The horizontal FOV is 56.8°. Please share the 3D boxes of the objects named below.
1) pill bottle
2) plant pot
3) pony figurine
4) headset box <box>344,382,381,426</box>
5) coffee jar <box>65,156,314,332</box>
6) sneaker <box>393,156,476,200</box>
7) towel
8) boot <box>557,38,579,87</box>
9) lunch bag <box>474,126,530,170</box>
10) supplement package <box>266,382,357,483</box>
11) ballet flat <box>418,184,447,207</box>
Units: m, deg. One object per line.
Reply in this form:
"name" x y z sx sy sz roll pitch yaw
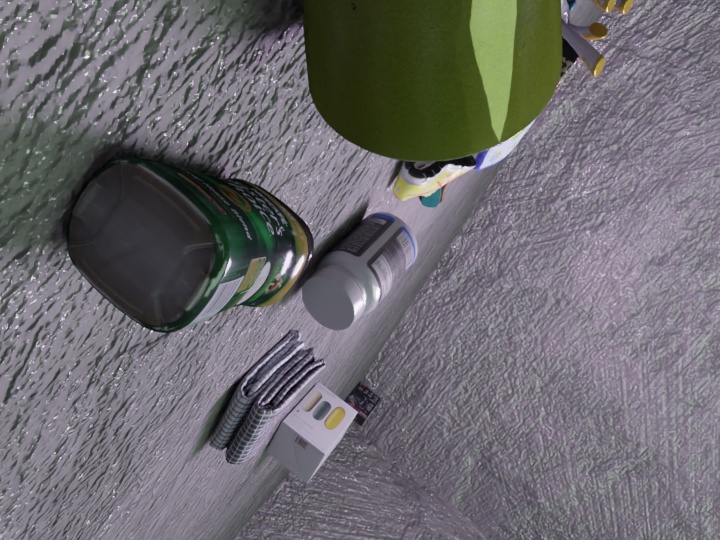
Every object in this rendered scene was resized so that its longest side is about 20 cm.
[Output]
"pill bottle" 0.000 0.000 1.056 0.200 0.113 0.114 -45 167 -44
"plant pot" 0.038 -0.203 0.405 0.187 0.186 0.200 -51 156 -18
"pony figurine" 0.228 -0.355 0.815 0.167 0.200 0.193 -45 153 -13
"headset box" -0.005 0.709 3.508 0.200 0.148 0.077 -46 167 -48
"coffee jar" -0.105 -0.020 0.476 0.086 0.104 0.200 -53 172 10
"sneaker" 0.126 -0.176 1.182 0.199 0.078 0.090 -22 156 -41
"towel" -0.156 0.222 1.151 0.200 0.085 0.166 -43 166 -52
"boot" 0.259 -0.363 0.938 0.204 0.153 0.073 -59 170 29
"lunch bag" 0.302 -0.325 1.390 0.201 0.127 0.170 -60 176 -32
"supplement package" -0.137 0.461 1.906 0.200 0.151 0.151 -42 164 -53
"ballet flat" 0.152 -0.198 1.333 0.200 0.070 0.066 110 -9 -68
